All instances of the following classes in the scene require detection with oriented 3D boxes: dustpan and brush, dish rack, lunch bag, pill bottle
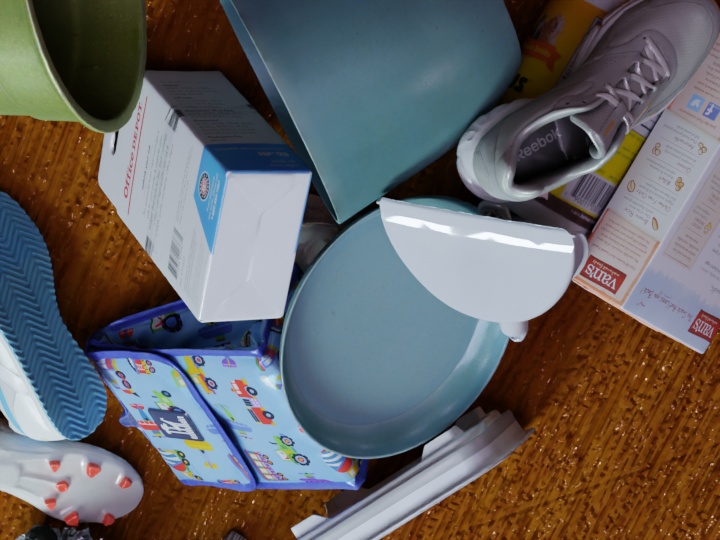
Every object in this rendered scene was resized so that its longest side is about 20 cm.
[{"bbox_3d":[0.094,0.005,1.415,0.139,0.057,0.200,11,144,18],"label":"dustpan and brush"},{"bbox_3d":[0.031,0.165,1.557,0.200,0.172,0.044,-33,86,15],"label":"dish rack"},{"bbox_3d":[-0.102,0.090,1.542,0.200,0.094,0.151,-11,129,34],"label":"lunch bag"},{"bbox_3d":[0.158,-0.128,1.422,0.109,0.109,0.200,30,96,-14],"label":"pill bottle"}]

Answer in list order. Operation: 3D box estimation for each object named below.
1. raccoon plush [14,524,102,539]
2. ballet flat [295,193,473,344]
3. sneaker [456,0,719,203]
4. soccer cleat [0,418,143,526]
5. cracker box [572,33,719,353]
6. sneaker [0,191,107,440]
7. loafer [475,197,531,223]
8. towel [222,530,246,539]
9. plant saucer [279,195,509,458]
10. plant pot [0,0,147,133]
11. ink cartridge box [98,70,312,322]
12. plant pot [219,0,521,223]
[{"bbox_3d":[-0.246,0.292,1.591,0.097,0.134,0.200,23,133,-17],"label":"raccoon plush"},{"bbox_3d":[0.000,0.000,1.518,0.200,0.067,0.068,22,114,-11],"label":"ballet flat"},{"bbox_3d":[0.159,-0.105,1.321,0.200,0.092,0.076,-40,109,-3],"label":"sneaker"},{"bbox_3d":[-0.261,0.146,1.588,0.200,0.078,0.069,14,113,-30],"label":"soccer cleat"},{"bbox_3d":[0.242,-0.053,1.436,0.134,0.058,0.200,26,95,-53],"label":"cracker box"},{"bbox_3d":[-0.263,0.036,1.524,0.081,0.076,0.200,-10,104,46],"label":"sneaker"},{"bbox_3d":[0.180,-0.012,1.517,0.200,0.063,0.072,16,113,-8],"label":"loafer"},{"bbox_3d":[-0.090,0.339,1.617,0.034,0.193,0.200,-9,118,23],"label":"towel"},{"bbox_3d":[0.023,0.037,1.457,0.200,0.027,0.201,-15,119,-29],"label":"plant saucer"},{"bbox_3d":[-0.267,-0.178,1.377,0.190,0.200,0.200,-7,117,17],"label":"plant pot"},{"bbox_3d":[-0.112,-0.064,1.435,0.067,0.200,0.116,-4,122,-28],"label":"ink cartridge box"},{"bbox_3d":[0.010,-0.156,1.379,0.161,0.201,0.201,-27,114,-3],"label":"plant pot"}]
